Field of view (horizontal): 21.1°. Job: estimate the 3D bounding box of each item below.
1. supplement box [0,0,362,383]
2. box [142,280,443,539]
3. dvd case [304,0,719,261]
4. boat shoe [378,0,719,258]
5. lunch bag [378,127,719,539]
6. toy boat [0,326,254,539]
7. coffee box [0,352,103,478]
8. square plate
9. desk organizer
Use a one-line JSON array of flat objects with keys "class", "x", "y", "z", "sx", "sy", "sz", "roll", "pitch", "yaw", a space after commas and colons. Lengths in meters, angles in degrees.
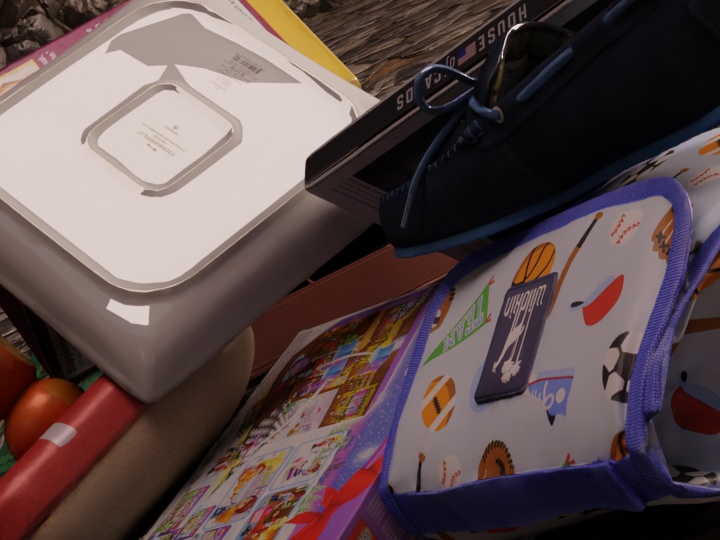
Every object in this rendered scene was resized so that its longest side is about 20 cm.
[{"class": "supplement box", "x": -0.109, "y": -0.055, "z": 0.992, "sx": 0.199, "sy": 0.104, "sz": 0.131, "roll": -31, "pitch": 56, "yaw": -16}, {"class": "box", "x": -0.010, "y": 0.078, "z": 0.818, "sx": 0.136, "sy": 0.039, "sz": 0.200, "roll": -21, "pitch": 21, "yaw": 38}, {"class": "dvd case", "x": 0.094, "y": -0.058, "z": 0.819, "sx": 0.200, "sy": 0.150, "sz": 0.025, "roll": -32, "pitch": 45, "yaw": 42}, {"class": "boat shoe", "x": 0.076, "y": -0.064, "z": 0.715, "sx": 0.199, "sy": 0.069, "sz": 0.084, "roll": -28, "pitch": 1, "yaw": 42}, {"class": "lunch bag", "x": 0.114, "y": 0.023, "z": 0.704, "sx": 0.200, "sy": 0.124, "sz": 0.170, "roll": -37, "pitch": 8, "yaw": -30}, {"class": "toy boat", "x": -0.142, "y": 0.068, "z": 0.879, "sx": 0.200, "sy": 0.131, "sz": 0.131, "roll": -48, "pitch": -3, "yaw": -34}, {"class": "coffee box", "x": -0.145, "y": 0.052, "z": 1.052, "sx": 0.123, "sy": 0.044, "sz": 0.201, "roll": -24, "pitch": 32, "yaw": 53}, {"class": "square plate", "x": -0.092, "y": -0.055, "z": 0.900, "sx": 0.200, "sy": 0.029, "sz": 0.198, "roll": 35, "pitch": 61, "yaw": 29}, {"class": "desk organizer", "x": 0.000, "y": 0.000, "z": 1.056, "sx": 0.199, "sy": 0.077, "sz": 0.072, "roll": -27, "pitch": -19, "yaw": -9}]
